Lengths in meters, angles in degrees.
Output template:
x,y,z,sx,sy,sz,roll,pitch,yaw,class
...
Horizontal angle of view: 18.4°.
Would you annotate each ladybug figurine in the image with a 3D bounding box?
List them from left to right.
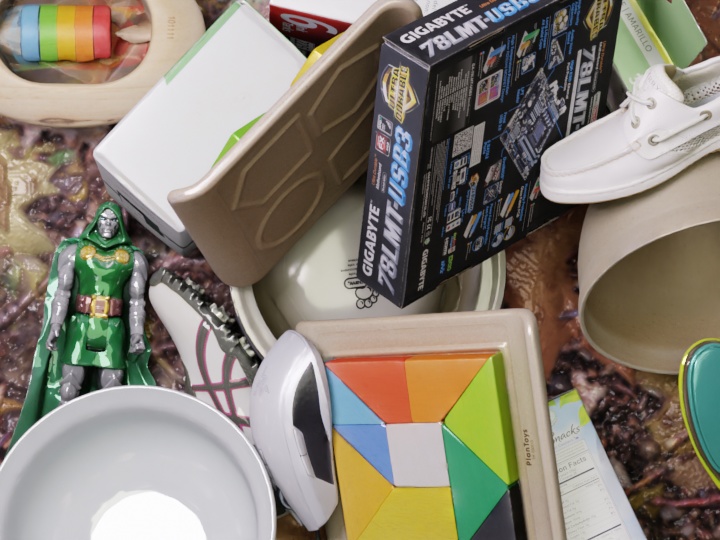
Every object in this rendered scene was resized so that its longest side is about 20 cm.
x,y,z,sx,sy,sz,roll,pitch,yaw,class
-0.212,-0.167,1.613,0.200,0.072,0.136,4,82,-1,ladybug figurine

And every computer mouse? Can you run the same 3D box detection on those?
x,y,z,sx,sy,sz,roll,pitch,yaw,class
-0.048,0.140,1.515,0.044,0.110,0.200,-11,101,-24,computer mouse

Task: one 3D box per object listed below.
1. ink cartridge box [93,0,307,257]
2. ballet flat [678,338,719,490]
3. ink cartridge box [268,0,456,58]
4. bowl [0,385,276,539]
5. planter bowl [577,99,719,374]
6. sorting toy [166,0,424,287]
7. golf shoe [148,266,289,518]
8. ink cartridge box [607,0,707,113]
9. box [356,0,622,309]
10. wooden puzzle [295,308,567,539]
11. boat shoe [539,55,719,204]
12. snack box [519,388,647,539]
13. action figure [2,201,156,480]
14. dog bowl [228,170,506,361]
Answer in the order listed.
x,y,z,sx,sy,sz,roll,pitch,yaw,class
-0.105,-0.093,1.544,0.083,0.200,0.147,42,85,0,ink cartridge box
0.279,0.140,1.589,0.067,0.067,0.200,-30,93,-6,ballet flat
0.029,-0.179,1.556,0.176,0.200,0.084,13,82,0,ink cartridge box
-0.152,0.186,1.522,0.201,0.090,0.201,-2,70,5,bowl
0.244,-0.034,1.564,0.200,0.200,0.135,-4,56,-2,planter bowl
-0.035,-0.085,1.459,0.200,0.185,0.036,-42,71,-6,sorting toy
-0.101,0.089,1.586,0.088,0.077,0.200,-37,85,2,golf shoe
0.176,-0.188,1.560,0.048,0.200,0.146,-30,84,-2,ink cartridge box
0.088,-0.098,1.479,0.050,0.200,0.198,33,47,30,box
0.042,0.122,1.473,0.200,0.037,0.185,-3,99,36,wooden puzzle
0.205,-0.108,1.474,0.200,0.071,0.069,-22,126,8,boat shoe
0.154,0.188,1.532,0.068,0.169,0.200,-26,85,-5,snack box
-0.191,0.050,1.597,0.118,0.055,0.200,5,86,-12,action figure
0.000,0.000,1.590,0.200,0.074,0.200,1,84,-9,dog bowl
